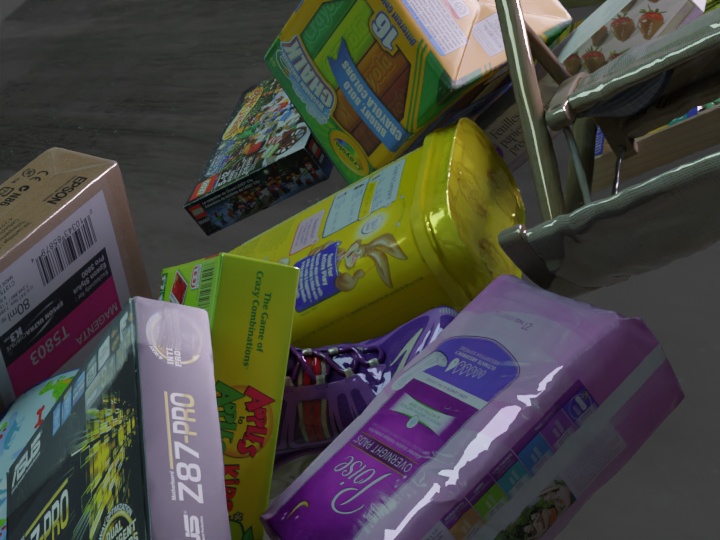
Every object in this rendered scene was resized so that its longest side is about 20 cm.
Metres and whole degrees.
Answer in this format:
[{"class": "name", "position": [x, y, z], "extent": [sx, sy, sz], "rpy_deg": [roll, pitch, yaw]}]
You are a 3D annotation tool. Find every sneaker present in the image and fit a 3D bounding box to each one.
[{"class": "sneaker", "position": [-0.025, 0.072, 0.832], "extent": [0.200, 0.083, 0.081], "rpy_deg": [-27, 27, 19]}]

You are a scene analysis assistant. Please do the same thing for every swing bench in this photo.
[{"class": "swing bench", "position": [0.188, -0.093, 0.771], "extent": [0.199, 0.130, 0.200], "rpy_deg": [-21, 51, 30]}]

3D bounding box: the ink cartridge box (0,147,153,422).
[{"class": "ink cartridge box", "position": [-0.250, 0.028, 1.061], "extent": [0.075, 0.165, 0.200], "rpy_deg": [12, 40, 28]}]

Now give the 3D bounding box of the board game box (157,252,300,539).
[{"class": "board game box", "position": [-0.086, 0.097, 0.769], "extent": [0.102, 0.048, 0.200], "rpy_deg": [-12, 69, 64]}]

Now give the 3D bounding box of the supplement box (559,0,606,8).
[{"class": "supplement box", "position": [0.232, -0.322, 1.101], "extent": [0.200, 0.134, 0.200], "rpy_deg": [-47, 27, -20]}]

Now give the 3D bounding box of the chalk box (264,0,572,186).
[{"class": "chalk box", "position": [0.026, -0.147, 0.985], "extent": [0.124, 0.125, 0.200], "rpy_deg": [-31, -8, -34]}]

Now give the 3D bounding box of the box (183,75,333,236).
[{"class": "box", "position": [-0.071, -0.126, 1.279], "extent": [0.136, 0.038, 0.200], "rpy_deg": [-23, 29, 28]}]

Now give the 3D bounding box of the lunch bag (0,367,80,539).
[{"class": "lunch bag", "position": [-0.204, 0.151, 0.932], "extent": [0.161, 0.083, 0.200], "rpy_deg": [-19, 31, 33]}]

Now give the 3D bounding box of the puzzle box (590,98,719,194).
[{"class": "puzzle box", "position": [0.214, -0.138, 0.944], "extent": [0.133, 0.025, 0.200], "rpy_deg": [-23, 29, 30]}]

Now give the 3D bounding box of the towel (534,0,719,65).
[{"class": "towel", "position": [0.204, -0.183, 0.982], "extent": [0.200, 0.018, 0.086], "rpy_deg": [-24, 29, 26]}]

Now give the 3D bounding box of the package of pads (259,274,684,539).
[{"class": "package of pads", "position": [0.052, 0.094, 0.704], "extent": [0.200, 0.076, 0.120], "rpy_deg": [-44, 23, -13]}]

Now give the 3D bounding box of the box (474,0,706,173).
[{"class": "box", "position": [0.147, -0.133, 0.936], "extent": [0.200, 0.039, 0.041], "rpy_deg": [-41, 16, 42]}]

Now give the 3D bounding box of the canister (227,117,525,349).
[{"class": "canister", "position": [0.000, 0.000, 0.919], "extent": [0.200, 0.087, 0.149], "rpy_deg": [-27, 26, 25]}]

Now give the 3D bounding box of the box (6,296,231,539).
[{"class": "box", "position": [-0.131, 0.134, 0.729], "extent": [0.200, 0.049, 0.161], "rpy_deg": [-47, 39, 43]}]
